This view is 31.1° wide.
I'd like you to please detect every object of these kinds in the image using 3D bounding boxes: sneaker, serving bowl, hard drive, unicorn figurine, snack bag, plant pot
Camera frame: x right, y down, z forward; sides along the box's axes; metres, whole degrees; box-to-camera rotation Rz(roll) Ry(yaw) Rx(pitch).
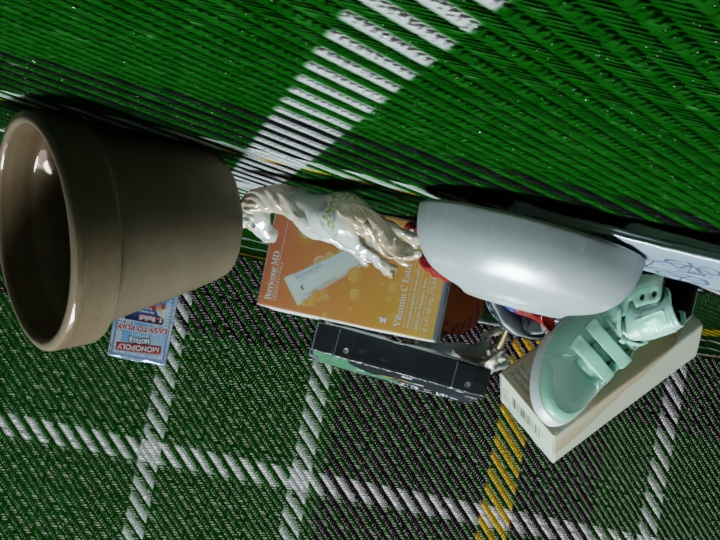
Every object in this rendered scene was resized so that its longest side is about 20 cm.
[{"bbox_3d":[0.246,0.064,1.245,0.074,0.201,0.118,43,160,-16],"label":"sneaker"},{"bbox_3d":[0.137,-0.002,1.099,0.198,0.066,0.200,16,178,1],"label":"serving bowl"},{"bbox_3d":[0.040,0.105,1.459,0.198,0.038,0.140,15,170,0],"label":"hard drive"},{"bbox_3d":[0.130,0.101,1.587,0.198,0.075,0.137,-16,-174,29],"label":"unicorn figurine"},{"bbox_3d":[0.227,-0.022,1.105,0.198,0.022,0.189,14,177,11],"label":"snack bag"},{"bbox_3d":[-0.032,-0.044,1.226,0.137,0.075,0.199,27,157,-28],"label":"unicorn figurine"},{"bbox_3d":[-0.201,-0.040,1.109,0.173,0.203,0.199,-7,-172,-33],"label":"plant pot"},{"bbox_3d":[0.218,0.035,1.389,0.200,0.078,0.146,13,-166,-12],"label":"sneaker"}]

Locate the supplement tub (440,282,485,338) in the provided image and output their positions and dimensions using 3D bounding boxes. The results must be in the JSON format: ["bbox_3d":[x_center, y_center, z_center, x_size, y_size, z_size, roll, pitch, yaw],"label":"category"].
[{"bbox_3d":[0.050,0.017,1.571,0.122,0.124,0.199,14,176,-44],"label":"supplement tub"}]

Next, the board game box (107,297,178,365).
[{"bbox_3d":[-0.207,-0.011,1.303,0.061,0.202,0.200,11,177,-8],"label":"board game box"}]

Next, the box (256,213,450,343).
[{"bbox_3d":[0.000,0.000,1.430,0.198,0.126,0.097,11,177,8],"label":"box"}]

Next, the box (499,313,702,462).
[{"bbox_3d":[0.249,0.097,1.346,0.095,0.199,0.078,49,167,26],"label":"box"}]

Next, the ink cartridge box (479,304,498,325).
[{"bbox_3d":[0.154,0.024,1.657,0.199,0.084,0.146,7,175,44],"label":"ink cartridge box"}]

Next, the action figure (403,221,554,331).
[{"bbox_3d":[0.121,-0.007,1.315,0.199,0.066,0.052,26,162,36],"label":"action figure"}]
